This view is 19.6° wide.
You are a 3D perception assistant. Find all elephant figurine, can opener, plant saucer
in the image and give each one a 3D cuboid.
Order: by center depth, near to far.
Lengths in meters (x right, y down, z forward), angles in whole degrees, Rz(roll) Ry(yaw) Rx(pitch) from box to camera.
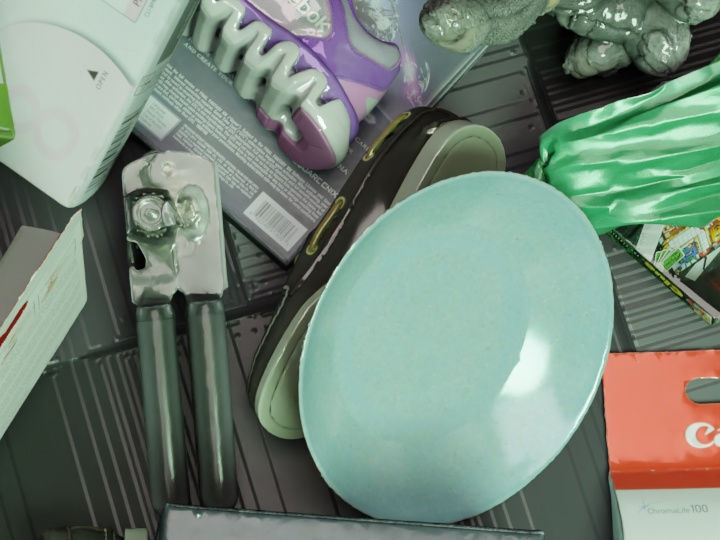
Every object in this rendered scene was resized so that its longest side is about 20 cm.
[{"bbox_3d":[0.046,0.038,1.119,0.201,0.039,0.201,-13,115,-29],"label":"plant saucer"},{"bbox_3d":[0.092,-0.181,1.143,0.200,0.155,0.142,6,94,-31],"label":"elephant figurine"},{"bbox_3d":[-0.098,0.032,1.147,0.053,0.067,0.200,-4,90,-6],"label":"can opener"}]

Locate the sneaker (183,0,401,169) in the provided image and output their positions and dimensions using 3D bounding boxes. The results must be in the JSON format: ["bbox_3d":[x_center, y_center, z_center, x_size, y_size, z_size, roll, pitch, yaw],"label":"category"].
[{"bbox_3d":[-0.053,-0.154,1.164,0.088,0.080,0.200,-40,88,-19],"label":"sneaker"}]

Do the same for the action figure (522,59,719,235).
[{"bbox_3d":[0.174,-0.066,1.157,0.200,0.055,0.118,-14,102,4],"label":"action figure"}]

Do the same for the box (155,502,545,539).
[{"bbox_3d":[-0.013,0.228,1.065,0.197,0.117,0.200,5,77,-6],"label":"box"}]

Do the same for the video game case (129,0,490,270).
[{"bbox_3d":[-0.030,-0.119,1.201,0.143,0.019,0.200,41,76,5],"label":"video game case"}]

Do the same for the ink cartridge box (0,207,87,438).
[{"bbox_3d":[-0.198,0.047,1.053,0.050,0.200,0.161,30,75,3],"label":"ink cartridge box"}]

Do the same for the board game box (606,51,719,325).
[{"bbox_3d":[0.229,-0.074,1.209,0.105,0.023,0.200,42,77,8],"label":"board game box"}]

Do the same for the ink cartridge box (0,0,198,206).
[{"bbox_3d":[-0.195,-0.155,1.127,0.200,0.057,0.163,33,121,2],"label":"ink cartridge box"}]

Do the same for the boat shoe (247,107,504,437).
[{"bbox_3d":[0.000,0.000,1.148,0.201,0.072,0.061,-54,41,-5],"label":"boat shoe"}]

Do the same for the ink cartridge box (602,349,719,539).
[{"bbox_3d":[0.219,0.139,1.145,0.162,0.057,0.200,-1,81,-5],"label":"ink cartridge box"}]

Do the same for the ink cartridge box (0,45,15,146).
[{"bbox_3d":[-0.271,-0.144,1.117,0.076,0.148,0.200,5,70,-48],"label":"ink cartridge box"}]

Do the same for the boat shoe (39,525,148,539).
[{"bbox_3d":[-0.146,0.232,1.081,0.061,0.072,0.201,5,68,-5],"label":"boat shoe"}]
